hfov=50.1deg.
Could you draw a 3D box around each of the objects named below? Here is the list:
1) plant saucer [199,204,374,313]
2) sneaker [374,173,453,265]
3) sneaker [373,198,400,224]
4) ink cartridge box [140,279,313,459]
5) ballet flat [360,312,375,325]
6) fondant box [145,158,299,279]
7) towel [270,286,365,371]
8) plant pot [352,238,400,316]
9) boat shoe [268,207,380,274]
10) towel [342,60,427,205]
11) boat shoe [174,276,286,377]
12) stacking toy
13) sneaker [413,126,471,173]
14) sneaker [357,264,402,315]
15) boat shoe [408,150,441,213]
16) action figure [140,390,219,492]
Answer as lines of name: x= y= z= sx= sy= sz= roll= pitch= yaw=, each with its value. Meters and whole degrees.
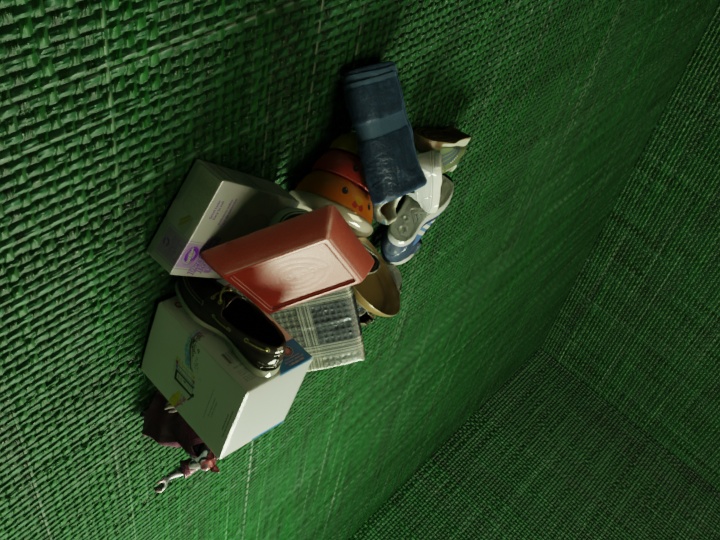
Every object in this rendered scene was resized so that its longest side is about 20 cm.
plant saucer: x=-0.093 y=-0.003 z=1.075 sx=0.195 sy=0.037 sz=0.200 roll=-19 pitch=154 yaw=11
sneaker: x=0.109 y=-0.098 z=1.586 sx=0.201 sy=0.080 sz=0.147 roll=-51 pitch=171 yaw=-24
sneaker: x=0.054 y=-0.176 z=1.345 sx=0.076 sy=0.080 sz=0.203 roll=-27 pitch=145 yaw=-41
ink cartridge box: x=-0.204 y=0.139 z=1.156 sx=0.146 sy=0.199 sz=0.146 roll=-22 pitch=146 yaw=-49
ballet flat: x=-0.016 y=0.090 z=1.640 sx=0.068 sy=0.046 sz=0.199 roll=-55 pitch=157 yaw=5
fondant box: x=-0.187 y=-0.063 z=1.079 sx=0.146 sy=0.058 sz=0.199 roll=-57 pitch=156 yaw=12
towel: x=-0.099 y=0.083 z=1.286 sx=0.195 sy=0.035 sz=0.196 roll=-10 pitch=119 yaw=3
plant pot: x=0.000 y=0.000 z=1.368 sx=0.027 sy=0.203 sz=0.199 roll=-35 pitch=163 yaw=21
boat shoe: x=-0.048 y=-0.041 z=1.150 sx=0.198 sy=0.063 sz=0.072 roll=19 pitch=89 yaw=-43
towel: x=0.036 y=-0.207 z=1.164 sx=0.111 sy=0.048 sz=0.205 roll=-26 pitch=107 yaw=-45
boat shoe: x=-0.180 y=0.060 z=1.081 sx=0.071 sy=0.200 sz=0.061 roll=-33 pitch=158 yaw=-48
stacking toy: x=-0.017 y=-0.166 z=1.210 sx=0.204 sy=0.143 sz=0.146 roll=-68 pitch=158 yaw=-7
sneaker: x=0.147 y=-0.219 z=1.471 sx=0.199 sy=0.066 sz=0.091 roll=-20 pitch=136 yaw=-57
sneaker: x=0.008 y=0.037 z=1.552 sx=0.198 sy=0.086 sz=0.076 roll=-20 pitch=102 yaw=-44
boat shoe: x=0.114 y=-0.160 z=1.427 sx=0.200 sy=0.067 sz=0.074 roll=77 pitch=13 yaw=-78
action figure: x=-0.264 y=0.264 z=1.219 sx=0.147 sy=0.199 sz=0.137 roll=10 pitch=105 yaw=-45
